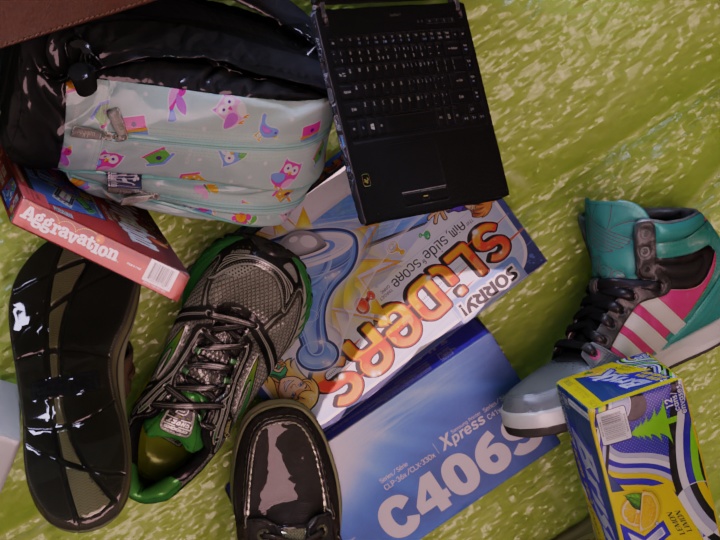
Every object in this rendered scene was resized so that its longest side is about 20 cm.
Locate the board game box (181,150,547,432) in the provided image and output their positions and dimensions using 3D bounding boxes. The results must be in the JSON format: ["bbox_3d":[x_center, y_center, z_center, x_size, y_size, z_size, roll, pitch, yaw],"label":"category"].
[{"bbox_3d":[0.000,0.000,1.478,0.200,0.034,0.135,-38,109,0],"label":"board game box"}]

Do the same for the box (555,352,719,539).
[{"bbox_3d":[0.180,0.157,1.423,0.064,0.070,0.200,-17,105,-9],"label":"box"}]

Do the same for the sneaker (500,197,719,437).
[{"bbox_3d":[0.158,0.016,1.476,0.200,0.084,0.121,-29,109,-29],"label":"sneaker"}]

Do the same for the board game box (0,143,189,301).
[{"bbox_3d":[-0.161,-0.033,1.347,0.103,0.200,0.019,27,96,-18],"label":"board game box"}]

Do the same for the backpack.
[{"bbox_3d":[-0.112,-0.105,1.374,0.200,0.167,0.127,9,126,-16],"label":"backpack"}]

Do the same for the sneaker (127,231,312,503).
[{"bbox_3d":[-0.089,0.064,1.414,0.078,0.085,0.200,24,120,-4],"label":"sneaker"}]

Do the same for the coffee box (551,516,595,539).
[{"bbox_3d":[0.129,0.245,1.530,0.200,0.114,0.080,-32,108,-2],"label":"coffee box"}]

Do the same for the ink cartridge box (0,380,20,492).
[{"bbox_3d":[-0.320,0.117,1.405,0.200,0.083,0.146,18,107,-16],"label":"ink cartridge box"}]

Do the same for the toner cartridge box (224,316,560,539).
[{"bbox_3d":[0.021,0.126,1.512,0.200,0.043,0.095,-35,108,-2],"label":"toner cartridge box"}]

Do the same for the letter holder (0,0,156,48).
[{"bbox_3d":[-0.156,-0.225,1.286,0.200,0.101,0.142,-22,132,-34],"label":"letter holder"}]

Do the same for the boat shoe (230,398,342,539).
[{"bbox_3d":[-0.041,0.182,1.455,0.072,0.066,0.201,-4,105,-10],"label":"boat shoe"}]

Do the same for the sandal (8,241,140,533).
[{"bbox_3d":[-0.172,0.066,1.411,0.080,0.057,0.201,-2,66,5],"label":"sandal"}]

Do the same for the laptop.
[{"bbox_3d":[0.060,-0.141,1.367,0.103,0.177,0.200,-14,89,33],"label":"laptop"}]
